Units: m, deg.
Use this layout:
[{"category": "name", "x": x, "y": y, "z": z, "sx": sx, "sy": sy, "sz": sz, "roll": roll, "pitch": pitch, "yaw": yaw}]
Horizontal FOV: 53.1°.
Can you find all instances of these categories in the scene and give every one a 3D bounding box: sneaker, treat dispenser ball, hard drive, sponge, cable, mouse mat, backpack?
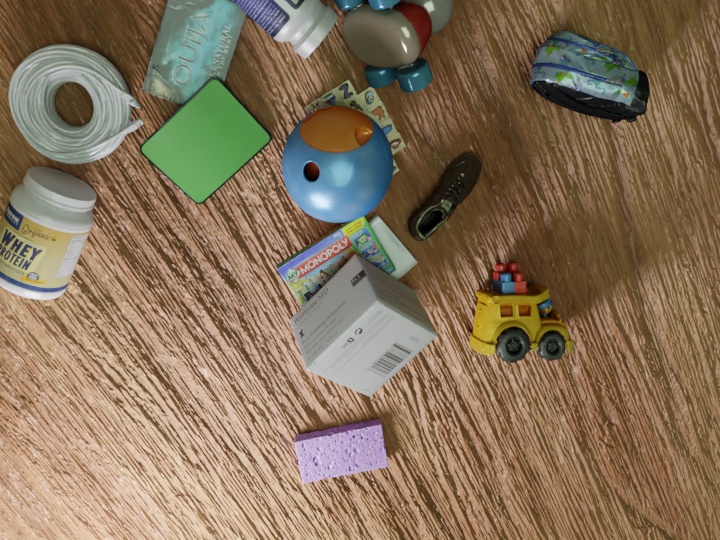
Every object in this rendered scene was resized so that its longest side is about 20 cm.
[{"category": "sneaker", "x": 0.172, "y": -0.135, "z": 1.398, "sx": 0.070, "sy": 0.076, "sz": 0.201, "roll": 34, "pitch": 103, "yaw": -18}, {"category": "treat dispenser ball", "x": -0.040, "y": -0.187, "z": 1.275, "sx": 0.197, "sy": 0.201, "sz": 0.204, "roll": -3, "pitch": 111, "yaw": -7}, {"category": "hard drive", "x": 0.000, "y": 0.000, "z": 1.451, "sx": 0.199, "sy": 0.026, "sz": 0.132, "roll": -40, "pitch": 110, "yaw": 8}, {"category": "sponge", "x": -0.041, "y": 0.399, "z": 1.593, "sx": 0.196, "sy": 0.030, "sz": 0.113, "roll": -10, "pitch": 111, "yaw": -4}, {"category": "cable", "x": -0.499, "y": -0.289, "z": 1.252, "sx": 0.199, "sy": 0.069, "sz": 0.201, "roll": -36, "pitch": 110, "yaw": 7}, {"category": "mouse mat", "x": -0.281, "y": -0.232, "z": 1.316, "sx": 0.199, "sy": 0.008, "sz": 0.161, "roll": -39, "pitch": 122, "yaw": 10}, {"category": "backpack", "x": 0.409, "y": -0.353, "z": 1.319, "sx": 0.196, "sy": 0.163, "sz": 0.157, "roll": 3, "pitch": 102, "yaw": -2}]

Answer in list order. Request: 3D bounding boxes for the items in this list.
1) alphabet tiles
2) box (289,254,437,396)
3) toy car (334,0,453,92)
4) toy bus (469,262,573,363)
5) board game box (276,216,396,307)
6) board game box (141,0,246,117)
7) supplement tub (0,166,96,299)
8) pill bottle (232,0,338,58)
[{"category": "alphabet tiles", "x": -0.014, "y": -0.248, "z": 1.368, "sx": 0.165, "sy": 0.006, "sz": 0.201, "roll": -31, "pitch": 111, "yaw": 4}, {"category": "box", "x": 0.006, "y": 0.111, "z": 1.393, "sx": 0.199, "sy": 0.132, "sz": 0.199, "roll": -44, "pitch": 135, "yaw": 17}, {"category": "toy car", "x": 0.085, "y": -0.446, "z": 1.252, "sx": 0.200, "sy": 0.176, "sz": 0.186, "roll": -43, "pitch": 128, "yaw": -22}, {"category": "toy bus", "x": 0.332, "y": 0.082, "z": 1.486, "sx": 0.196, "sy": 0.136, "sz": 0.196, "roll": 1, "pitch": 95, "yaw": -10}, {"category": "board game box", "x": -0.047, "y": -0.006, "z": 1.413, "sx": 0.198, "sy": 0.029, "sz": 0.136, "roll": -32, "pitch": 112, "yaw": 4}, {"category": "board game box", "x": -0.291, "y": -0.389, "z": 1.264, "sx": 0.133, "sy": 0.028, "sz": 0.203, "roll": 18, "pitch": 107, "yaw": -15}, {"category": "supplement tub", "x": -0.564, "y": -0.067, "z": 1.284, "sx": 0.143, "sy": 0.145, "sz": 0.202, "roll": 24, "pitch": 106, "yaw": -16}, {"category": "pill bottle", "x": -0.139, "y": -0.462, "z": 1.211, "sx": 0.199, "sy": 0.116, "sz": 0.116, "roll": 40, "pitch": 101, "yaw": -19}]
